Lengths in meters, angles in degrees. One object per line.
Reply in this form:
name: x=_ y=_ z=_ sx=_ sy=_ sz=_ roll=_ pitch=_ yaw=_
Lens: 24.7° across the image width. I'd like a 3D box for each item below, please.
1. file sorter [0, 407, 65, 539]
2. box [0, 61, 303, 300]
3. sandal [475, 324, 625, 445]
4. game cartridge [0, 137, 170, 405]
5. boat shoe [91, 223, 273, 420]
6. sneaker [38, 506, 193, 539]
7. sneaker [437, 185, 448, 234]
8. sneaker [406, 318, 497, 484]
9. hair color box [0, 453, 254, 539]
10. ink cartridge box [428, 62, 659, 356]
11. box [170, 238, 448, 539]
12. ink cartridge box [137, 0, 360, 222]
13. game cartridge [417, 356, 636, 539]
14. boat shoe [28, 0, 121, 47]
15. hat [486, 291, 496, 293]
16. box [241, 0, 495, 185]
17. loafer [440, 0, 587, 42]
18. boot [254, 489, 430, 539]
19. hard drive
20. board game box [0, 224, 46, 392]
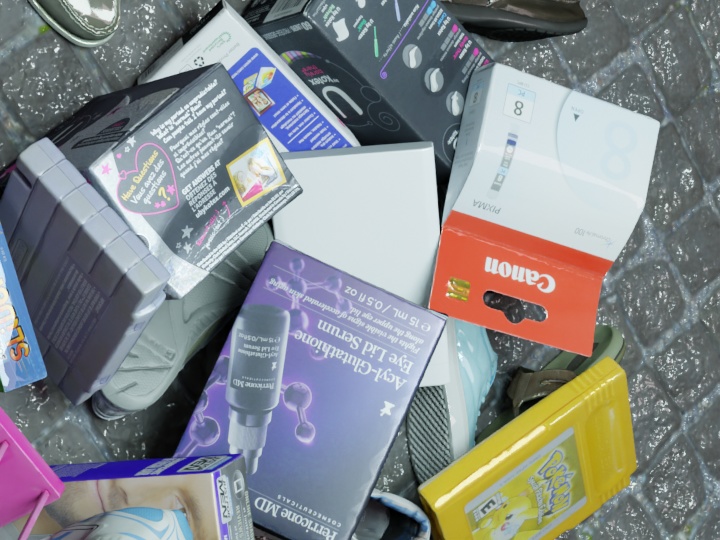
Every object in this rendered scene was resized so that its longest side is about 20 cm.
file sorter: x=-0.322 y=0.131 z=1.073 sx=0.200 sy=0.139 sz=0.126 roll=55 pitch=23 yaw=-20
box: x=-0.162 y=-0.058 z=1.175 sx=0.132 sy=0.200 sz=0.115 roll=-43 pitch=110 yaw=-27
sandal: x=0.162 y=0.103 z=1.469 sx=0.201 sy=0.080 sz=0.057 roll=-45 pitch=118 yaw=-36
game cartridge: x=-0.202 y=0.007 z=1.127 sx=0.130 sy=0.200 sz=0.038 roll=44 pitch=56 yaw=2
boat shoe: x=-0.141 y=0.031 z=1.279 sx=0.074 sy=0.065 sz=0.202 roll=36 pitch=63 yaw=-8
sneaker: x=-0.193 y=0.205 z=1.109 sx=0.072 sy=0.199 sz=0.072 roll=-25 pitch=94 yaw=-55
sneaker: x=0.078 y=-0.068 z=1.416 sx=0.078 sy=0.077 sz=0.200 roll=76 pitch=31 yaw=-44
sneaker: x=0.089 y=0.101 z=1.419 sx=0.082 sy=0.074 sz=0.201 roll=-3 pitch=91 yaw=-31
hair color box: x=-0.176 y=0.194 z=1.165 sx=0.065 sy=0.199 sz=0.110 roll=-19 pitch=102 yaw=-72
ink cartridge box: x=0.147 y=-0.047 z=1.315 sx=0.159 sy=0.047 sz=0.201 roll=16 pitch=78 yaw=-23
box: x=-0.040 y=0.100 z=1.240 sx=0.147 sy=0.104 sz=0.201 roll=23 pitch=82 yaw=3
ink cartridge box: x=-0.075 y=-0.112 z=1.308 sx=0.095 sy=0.037 sz=0.200 roll=-41 pitch=113 yaw=10
game cartridge: x=0.149 y=0.182 z=1.399 sx=0.200 sy=0.032 sz=0.177 roll=-33 pitch=142 yaw=-11
boat shoe: x=-0.229 y=-0.262 z=1.218 sx=0.072 sy=0.060 sz=0.202 roll=-32 pitch=106 yaw=-30
hat: x=0.169 y=-0.063 z=1.417 sx=0.201 sy=0.081 sz=0.202 roll=15 pitch=90 yaw=-71
box: x=0.012 y=-0.168 z=1.342 sx=0.200 sy=0.122 sz=0.106 roll=44 pitch=65 yaw=-25
loafer: x=0.119 y=-0.244 z=1.445 sx=0.199 sy=0.073 sz=0.072 roll=2 pitch=90 yaw=-34
boot: x=-0.038 y=0.186 z=1.317 sx=0.199 sy=0.095 sz=0.074 roll=13 pitch=81 yaw=-33
hard drive: x=0.000 y=0.000 z=1.320 sx=0.131 sy=0.027 sz=0.201 roll=-4 pitch=110 yaw=2
board game box: x=-0.285 y=-0.017 z=1.131 sx=0.034 sy=0.135 sz=0.201 roll=-21 pitch=100 yaw=-33
